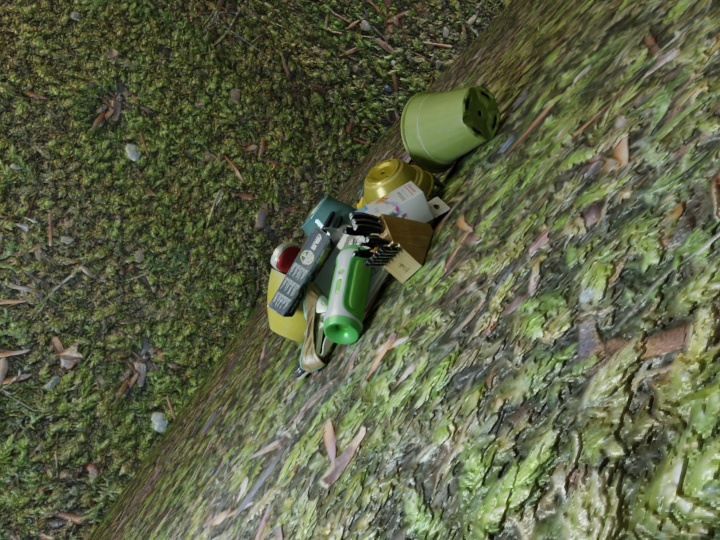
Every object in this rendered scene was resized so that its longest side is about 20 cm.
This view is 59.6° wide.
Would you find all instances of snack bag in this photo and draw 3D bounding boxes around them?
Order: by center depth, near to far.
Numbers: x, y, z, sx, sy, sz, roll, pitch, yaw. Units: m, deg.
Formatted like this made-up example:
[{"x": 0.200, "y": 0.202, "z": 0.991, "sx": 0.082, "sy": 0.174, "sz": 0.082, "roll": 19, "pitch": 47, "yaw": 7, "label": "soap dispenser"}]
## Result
[{"x": -0.019, "y": 0.005, "z": 1.420, "sx": 0.198, "sy": 0.021, "sz": 0.191, "roll": 27, "pitch": 82, "yaw": 48, "label": "snack bag"}]

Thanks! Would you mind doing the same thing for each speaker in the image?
[{"x": -0.024, "y": 0.047, "z": 1.301, "sx": 0.088, "sy": 0.087, "sz": 0.204, "roll": -39, "pitch": 30, "yaw": 44, "label": "speaker"}]

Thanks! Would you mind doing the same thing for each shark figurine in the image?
[{"x": -0.077, "y": -0.074, "z": 1.663, "sx": 0.214, "sy": 0.088, "sz": 0.131, "roll": -45, "pitch": 38, "yaw": 37, "label": "shark figurine"}]

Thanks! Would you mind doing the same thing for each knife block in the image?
[{"x": 0.051, "y": -0.073, "z": 1.244, "sx": 0.064, "sy": 0.175, "sz": 0.202, "roll": -40, "pitch": 14, "yaw": 35, "label": "knife block"}]

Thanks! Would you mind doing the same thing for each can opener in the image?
[{"x": -0.101, "y": -0.083, "z": 1.780, "sx": 0.078, "sy": 0.062, "sz": 0.205, "roll": -33, "pitch": 35, "yaw": 59, "label": "can opener"}]

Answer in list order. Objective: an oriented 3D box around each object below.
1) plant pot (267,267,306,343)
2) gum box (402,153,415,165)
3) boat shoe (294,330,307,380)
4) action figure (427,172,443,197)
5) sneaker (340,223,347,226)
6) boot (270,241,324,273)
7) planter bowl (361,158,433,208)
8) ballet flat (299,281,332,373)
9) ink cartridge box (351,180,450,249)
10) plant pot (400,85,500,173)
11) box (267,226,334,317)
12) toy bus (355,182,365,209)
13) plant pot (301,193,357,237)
[{"x": -0.159, "y": 0.098, "z": 1.600, "sx": 0.200, "sy": 0.195, "sz": 0.146, "roll": -161, "pitch": 92, "yaw": -79, "label": "plant pot"}, {"x": 0.162, "y": -0.315, "z": 1.901, "sx": 0.113, "sy": 0.066, "sz": 0.202, "roll": -39, "pitch": 16, "yaw": 51, "label": "gum box"}, {"x": -0.104, "y": 0.156, "z": 1.435, "sx": 0.202, "sy": 0.062, "sz": 0.072, "roll": -57, "pitch": 13, "yaw": -30, "label": "boat shoe"}, {"x": 0.117, "y": -0.145, "z": 1.524, "sx": 0.203, "sy": 0.069, "sz": 0.129, "roll": -58, "pitch": 19, "yaw": -17, "label": "action figure"}, {"x": -0.036, "y": -0.019, "z": 1.740, "sx": 0.075, "sy": 0.084, "sz": 0.206, "roll": -167, "pitch": 93, "yaw": -70, "label": "sneaker"}, {"x": -0.124, "y": -0.001, "z": 1.547, "sx": 0.074, "sy": 0.143, "sz": 0.199, "roll": -60, "pitch": -24, "yaw": 7, "label": "boot"}, {"x": 0.069, "y": -0.204, "z": 1.493, "sx": 0.196, "sy": 0.084, "sz": 0.203, "roll": -24, "pitch": 35, "yaw": 18, "label": "planter bowl"}, {"x": -0.088, "y": 0.118, "z": 1.358, "sx": 0.071, "sy": 0.067, "sz": 0.206, "roll": -12, "pitch": 61, "yaw": 32, "label": "ballet flat"}, {"x": 0.085, "y": -0.128, "z": 1.365, "sx": 0.196, "sy": 0.069, "sz": 0.115, "roll": -28, "pitch": 22, "yaw": 1, "label": "ink cartridge box"}, {"x": 0.225, "y": -0.350, "z": 1.495, "sx": 0.202, "sy": 0.200, "sz": 0.188, "roll": -54, "pitch": 23, "yaw": -22, "label": "plant pot"}, {"x": -0.131, "y": 0.007, "z": 1.421, "sx": 0.203, "sy": 0.048, "sz": 0.161, "roll": -60, "pitch": -5, "yaw": -4, "label": "box"}, {"x": 0.042, "y": -0.134, "z": 1.689, "sx": 0.197, "sy": 0.133, "sz": 0.200, "roll": -68, "pitch": 12, "yaw": -11, "label": "toy bus"}, {"x": -0.074, "y": -0.121, "z": 1.916, "sx": 0.201, "sy": 0.187, "sz": 0.201, "roll": -47, "pitch": 11, "yaw": 12, "label": "plant pot"}]
